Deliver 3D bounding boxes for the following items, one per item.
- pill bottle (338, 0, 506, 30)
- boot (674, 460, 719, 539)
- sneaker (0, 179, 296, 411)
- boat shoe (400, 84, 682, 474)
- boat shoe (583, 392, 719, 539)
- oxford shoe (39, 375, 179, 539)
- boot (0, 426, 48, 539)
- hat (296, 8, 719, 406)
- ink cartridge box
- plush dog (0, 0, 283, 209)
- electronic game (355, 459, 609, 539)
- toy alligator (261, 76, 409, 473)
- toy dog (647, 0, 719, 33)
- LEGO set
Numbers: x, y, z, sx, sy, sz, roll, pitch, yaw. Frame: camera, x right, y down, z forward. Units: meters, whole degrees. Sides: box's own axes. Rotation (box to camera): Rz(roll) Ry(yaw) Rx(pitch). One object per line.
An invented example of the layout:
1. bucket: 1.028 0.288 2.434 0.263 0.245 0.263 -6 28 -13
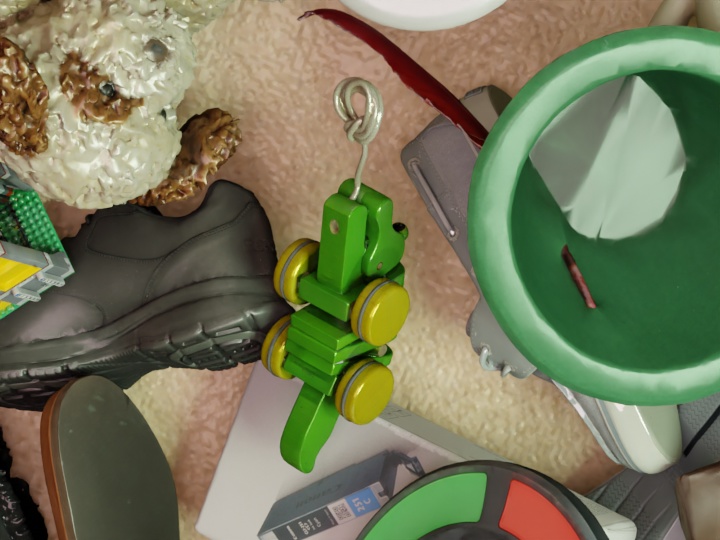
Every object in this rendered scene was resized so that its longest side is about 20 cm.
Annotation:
1. pill bottle: 0.037 -0.170 1.307 0.114 0.200 0.115 1 100 7
2. boot: 0.252 0.144 1.363 0.199 0.064 0.187 -25 91 -17
3. sneaker: -0.124 0.013 1.431 0.199 0.076 0.091 -14 71 18
4. boat shoe: 0.082 0.013 1.392 0.071 0.070 0.201 -32 76 21
5. boat shoe: 0.155 0.121 1.409 0.067 0.074 0.200 24 119 -35
6. oxford shoe: -0.126 0.141 1.433 0.071 0.071 0.201 7 120 39
7. boot: -0.226 0.168 1.465 0.162 0.073 0.199 -24 107 0
8. hat: 0.105 -0.057 1.354 0.165 0.176 0.200 -32 112 0
9. ink cartridge box: 0.011 0.160 1.413 0.199 0.045 0.177 25 102 25
10. plush dog: -0.129 -0.113 1.358 0.160 0.200 0.173 -14 70 38
11. electronic game: 0.046 0.183 1.313 0.042 0.200 0.201 16 106 -40
12. toy alligator: 0.000 0.000 1.354 0.059 0.054 0.201 28 120 31
13. toy dog: 0.239 -0.064 1.333 0.193 0.140 0.201 -23 100 5
14. LEGO set: -0.234 -0.038 1.376 0.153 0.116 0.201 -23 76 16
